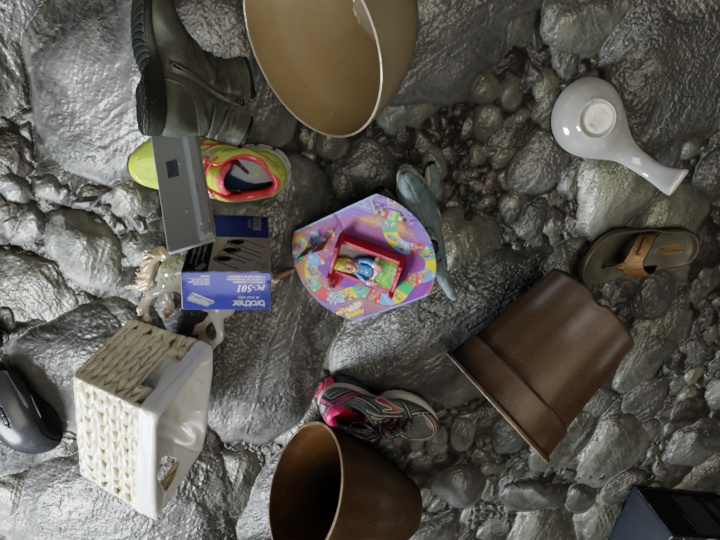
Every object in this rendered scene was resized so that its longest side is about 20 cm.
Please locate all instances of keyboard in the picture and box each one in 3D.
[{"bbox_3d":[-0.205,-0.117,0.683,0.055,0.011,0.204,-17,69,5],"label":"keyboard"}]

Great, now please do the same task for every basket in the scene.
[{"bbox_3d":[-0.275,0.184,0.766,0.121,0.136,0.204,19,124,8],"label":"basket"}]

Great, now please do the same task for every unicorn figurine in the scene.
[{"bbox_3d":[-0.199,0.033,0.783,0.197,0.074,0.139,24,110,-21],"label":"unicorn figurine"}]

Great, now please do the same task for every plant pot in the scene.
[{"bbox_3d":[-0.012,-0.268,0.651,0.134,0.198,0.204,-39,118,-31],"label":"plant pot"},{"bbox_3d":[0.255,0.119,0.844,0.198,0.200,0.200,-45,112,1],"label":"plant pot"},{"bbox_3d":[-0.007,0.344,0.898,0.197,0.188,0.189,25,106,-33],"label":"plant pot"}]

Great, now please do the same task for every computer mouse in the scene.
[{"bbox_3d":[-0.502,0.186,0.805,0.137,0.046,0.204,-19,114,-3],"label":"computer mouse"}]

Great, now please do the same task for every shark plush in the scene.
[{"bbox_3d":[0.079,-0.045,0.796,0.089,0.084,0.205,-13,113,-4],"label":"shark plush"}]

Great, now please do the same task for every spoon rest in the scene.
[{"bbox_3d":[0.344,-0.177,0.813,0.198,0.061,0.100,35,102,-7],"label":"spoon rest"}]

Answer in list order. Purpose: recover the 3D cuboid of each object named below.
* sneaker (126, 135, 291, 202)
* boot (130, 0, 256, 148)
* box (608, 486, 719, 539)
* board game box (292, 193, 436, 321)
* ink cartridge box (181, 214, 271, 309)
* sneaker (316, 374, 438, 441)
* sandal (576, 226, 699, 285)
[{"bbox_3d":[-0.179,-0.121,0.717,0.194,0.091,0.080,0,114,-8],"label":"sneaker"},{"bbox_3d":[-0.186,-0.242,0.679,0.128,0.067,0.206,-3,90,-32],"label":"boot"},{"bbox_3d":[0.567,0.516,1.086,0.191,0.124,0.205,9,110,-11],"label":"box"},{"bbox_3d":[0.000,0.000,0.779,0.196,0.039,0.160,-20,115,27],"label":"board game box"},{"bbox_3d":[-0.152,-0.015,0.703,0.091,0.201,0.045,1,111,-10],"label":"ink cartridge box"},{"bbox_3d":[0.027,0.223,0.899,0.195,0.075,0.082,16,109,-16],"label":"sneaker"},{"bbox_3d":[0.414,-0.018,0.881,0.194,0.055,0.084,-4,112,-8],"label":"sandal"}]
